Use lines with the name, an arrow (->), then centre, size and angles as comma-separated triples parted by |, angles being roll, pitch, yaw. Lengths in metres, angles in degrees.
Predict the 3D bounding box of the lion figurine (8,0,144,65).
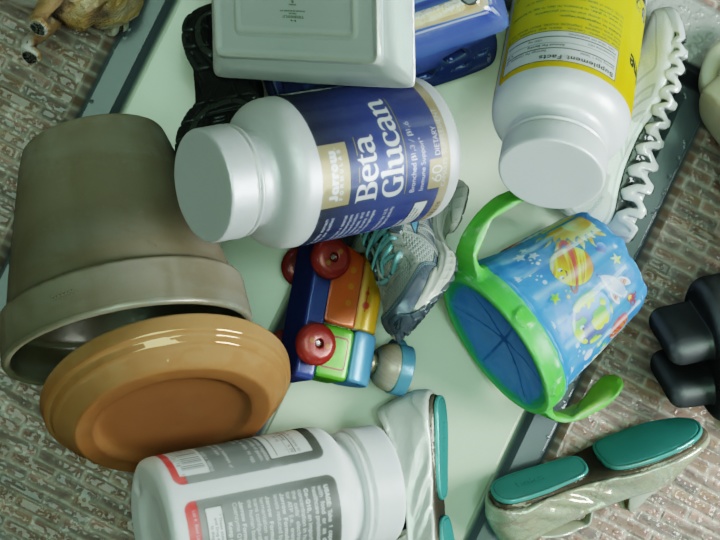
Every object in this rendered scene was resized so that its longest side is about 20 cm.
lion figurine -> -0.277, -0.236, 1.516 | 0.198, 0.073, 0.123 | 24, 52, 2

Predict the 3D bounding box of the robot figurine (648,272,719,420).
robot figurine -> 0.341, 0.055, 1.549 | 0.198, 0.151, 0.126 | -10, 67, -6

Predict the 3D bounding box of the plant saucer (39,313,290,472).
plant saucer -> -0.149, 0.103, 1.461 | 0.198, 0.201, 0.038 | -11, 57, -6

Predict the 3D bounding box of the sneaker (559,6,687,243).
sneaker -> 0.221, -0.129, 1.570 | 0.080, 0.075, 0.202 | 17, 86, 4

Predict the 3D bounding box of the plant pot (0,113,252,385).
plant pot -> -0.197, -0.021, 1.473 | 0.198, 0.200, 0.175 | -12, 73, -6

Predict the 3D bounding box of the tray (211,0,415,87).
tray -> -0.044, -0.192, 1.385 | 0.022, 0.198, 0.109 | -13, 106, -50

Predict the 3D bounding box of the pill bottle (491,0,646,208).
pill bottle -> 0.166, -0.154, 1.502 | 0.111, 0.113, 0.202 | 17, 56, -5

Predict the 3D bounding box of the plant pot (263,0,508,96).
plant pot -> 0.003, -0.241, 1.494 | 0.198, 0.180, 0.202 | -17, 91, -6

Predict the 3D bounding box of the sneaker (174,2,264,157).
sneaker -> -0.101, -0.117, 1.491 | 0.075, 0.091, 0.202 | -4, 55, 8

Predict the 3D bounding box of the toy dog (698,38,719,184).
toy dog -> 0.395, -0.126, 1.568 | 0.198, 0.140, 0.195 | -19, 54, -5

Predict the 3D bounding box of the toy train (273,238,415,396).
toy train -> 0.000, 0.000, 1.542 | 0.115, 0.084, 0.202 | 14, 78, -21

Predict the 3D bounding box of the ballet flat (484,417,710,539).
ballet flat -> 0.199, 0.179, 1.568 | 0.198, 0.068, 0.063 | -17, 118, -3

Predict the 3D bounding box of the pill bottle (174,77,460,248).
pill bottle -> -0.033, -0.077, 1.385 | 0.198, 0.111, 0.112 | -13, 89, -34

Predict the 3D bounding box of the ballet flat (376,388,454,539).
ballet flat -> 0.046, 0.200, 1.547 | 0.069, 0.069, 0.203 | -5, 84, -6

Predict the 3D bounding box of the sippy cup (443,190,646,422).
sippy cup -> 0.158, 0.025, 1.531 | 0.130, 0.179, 0.140 | -36, 57, -17

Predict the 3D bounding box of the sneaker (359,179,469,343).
sneaker -> 0.026, -0.022, 1.492 | 0.086, 0.201, 0.078 | 32, 123, -14

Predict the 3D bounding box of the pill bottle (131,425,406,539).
pill bottle -> -0.072, 0.188, 1.483 | 0.198, 0.114, 0.115 | -8, 89, -23
